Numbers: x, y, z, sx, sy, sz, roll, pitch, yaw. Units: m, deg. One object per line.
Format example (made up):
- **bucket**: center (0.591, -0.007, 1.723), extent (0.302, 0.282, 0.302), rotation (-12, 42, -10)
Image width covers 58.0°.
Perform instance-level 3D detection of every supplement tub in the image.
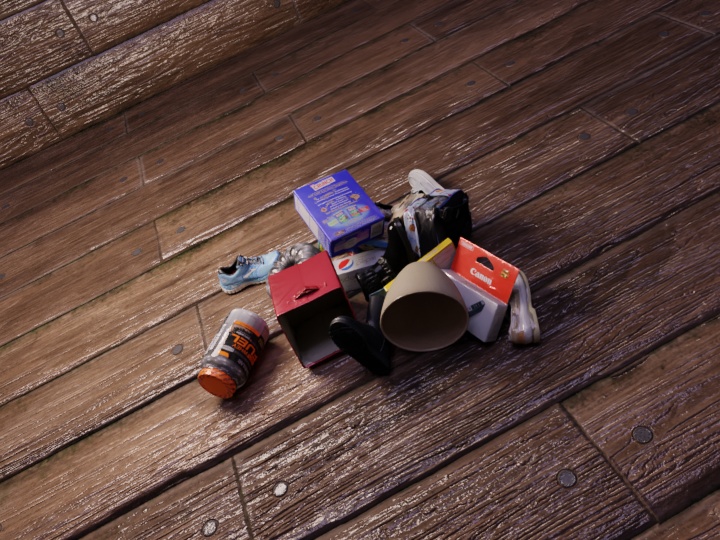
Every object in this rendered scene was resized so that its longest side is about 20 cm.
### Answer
- **supplement tub**: center (-0.316, 0.206, 1.612), extent (0.120, 0.124, 0.202), rotation (1, 46, 26)

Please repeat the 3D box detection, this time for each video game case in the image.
- **video game case**: center (0.089, -0.108, 1.775), extent (0.140, 0.018, 0.200), rotation (10, 27, 23)

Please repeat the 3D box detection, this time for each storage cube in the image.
- **storage cube**: center (-0.110, 0.090, 1.588), extent (0.168, 0.202, 0.181), rotation (-24, 33, -1)

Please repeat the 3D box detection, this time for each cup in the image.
- **cup**: center (0.142, 0.065, 1.481), extent (0.196, 0.202, 0.145), rotation (-12, 44, 13)

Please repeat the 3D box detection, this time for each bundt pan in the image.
- **bundt pan**: center (-0.180, 0.008, 1.747), extent (0.200, 0.076, 0.204), rotation (-31, 36, 26)

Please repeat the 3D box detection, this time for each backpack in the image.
- **backpack**: center (0.208, -0.118, 1.683), extent (0.152, 0.203, 0.190), rotation (17, 40, 36)

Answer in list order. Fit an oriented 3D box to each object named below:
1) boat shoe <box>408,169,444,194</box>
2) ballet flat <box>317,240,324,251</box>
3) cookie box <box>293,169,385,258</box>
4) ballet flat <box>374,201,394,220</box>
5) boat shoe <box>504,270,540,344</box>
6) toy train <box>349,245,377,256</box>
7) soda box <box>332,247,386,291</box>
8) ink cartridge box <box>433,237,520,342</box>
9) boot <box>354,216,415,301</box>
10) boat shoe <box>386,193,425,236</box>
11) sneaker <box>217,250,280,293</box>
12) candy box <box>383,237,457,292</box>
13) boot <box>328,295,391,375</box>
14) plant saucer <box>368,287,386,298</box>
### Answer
- **boat shoe**: center (0.184, -0.231, 1.893), extent (0.071, 0.071, 0.201), rotation (-29, 42, -13)
- **ballet flat**: center (-0.060, -0.136, 1.778), extent (0.066, 0.067, 0.203), rotation (9, 54, 12)
- **cookie box**: center (-0.057, -0.153, 1.704), extent (0.169, 0.076, 0.201), rotation (-24, 58, -21)
- **ballet flat**: center (0.108, -0.163, 1.815), extent (0.196, 0.047, 0.067), rotation (9, 27, 20)
- **boat shoe**: center (0.353, 0.078, 1.470), extent (0.067, 0.076, 0.202), rotation (-9, 42, 7)
- **toy train**: center (0.006, -0.096, 1.831), extent (0.197, 0.086, 0.115), rotation (14, 39, 36)
- **soda box**: center (0.000, 0.000, 1.729), extent (0.196, 0.069, 0.064), rotation (-16, 39, 10)
- **ink cartridge box**: center (0.257, 0.040, 1.495), extent (0.043, 0.177, 0.199), rotation (1, 23, -38)
- **boot**: center (0.056, -0.021, 1.620), extent (0.155, 0.214, 0.080), rotation (-17, 36, -1)
- **boat shoe**: center (0.113, -0.145, 1.728), extent (0.064, 0.073, 0.200), rotation (11, 41, 29)
- **sneaker**: center (-0.320, -0.008, 1.873), extent (0.197, 0.091, 0.079), rotation (-25, 40, -3)
- **candy box**: center (0.158, 0.017, 1.584), extent (0.199, 0.103, 0.026), rotation (-37, 41, -2)
- **boot**: center (0.013, 0.122, 1.499), extent (0.076, 0.200, 0.170), rotation (-24, 36, 33)
- **plant saucer**: center (0.120, 0.048, 1.625), extent (0.197, 0.071, 0.019), rotation (-25, 18, -2)
